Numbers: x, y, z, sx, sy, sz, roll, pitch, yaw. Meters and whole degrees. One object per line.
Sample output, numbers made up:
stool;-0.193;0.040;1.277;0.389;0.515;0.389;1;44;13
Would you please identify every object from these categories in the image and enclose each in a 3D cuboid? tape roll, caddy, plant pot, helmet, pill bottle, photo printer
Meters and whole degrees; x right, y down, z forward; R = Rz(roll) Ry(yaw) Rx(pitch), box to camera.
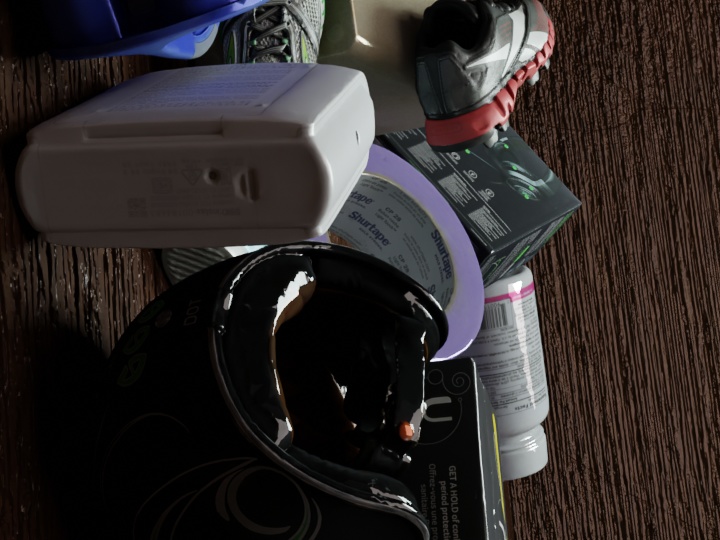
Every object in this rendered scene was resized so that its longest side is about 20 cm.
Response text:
tape roll;0.000;0.000;0.960;0.199;0.085;0.202;26;46;-30
caddy;-0.105;-0.173;0.674;0.200;0.140;0.106;-72;149;-63
plant pot;-0.036;-0.213;0.948;0.177;0.198;0.202;-1;84;-67
helmet;-0.049;0.093;0.653;0.191;0.198;0.202;-45;-145;46
pill bottle;0.131;0.102;1.212;0.113;0.112;0.203;-49;132;-75
photo printer;-0.079;-0.071;0.675;0.200;0.164;0.070;-67;154;-70

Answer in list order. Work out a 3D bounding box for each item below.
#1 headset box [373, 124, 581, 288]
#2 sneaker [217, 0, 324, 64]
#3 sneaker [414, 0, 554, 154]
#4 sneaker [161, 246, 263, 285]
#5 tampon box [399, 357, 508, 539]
headset box;0.089;-0.076;1.124;0.174;0.093;0.199;48;38;12
sneaker;-0.058;-0.135;0.811;0.085;0.077;0.203;-117;-155;-70
sneaker;0.094;-0.176;0.915;0.201;0.070;0.099;-55;129;-45
sneaker;-0.077;0.019;0.854;0.083;0.073;0.201;-79;160;-44
tampon box;-0.006;0.158;0.801;0.126;0.197;0.152;59;26;-62
